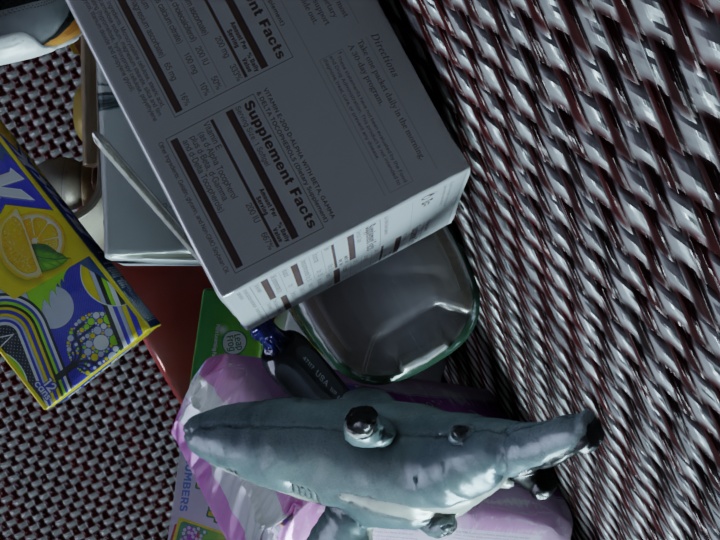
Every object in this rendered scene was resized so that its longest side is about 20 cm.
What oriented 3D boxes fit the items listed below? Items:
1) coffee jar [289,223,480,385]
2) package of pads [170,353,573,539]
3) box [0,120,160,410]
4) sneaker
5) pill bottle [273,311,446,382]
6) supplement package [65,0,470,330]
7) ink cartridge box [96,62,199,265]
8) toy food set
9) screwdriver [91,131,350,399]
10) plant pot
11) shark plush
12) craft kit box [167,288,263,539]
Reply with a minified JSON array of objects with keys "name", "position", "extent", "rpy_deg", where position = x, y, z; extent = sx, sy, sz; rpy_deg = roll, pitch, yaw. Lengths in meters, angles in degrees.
[{"name":"coffee jar","position":[0.000,0.000,0.910],"extent":[0.104,0.085,0.200],"rpy_deg":[62,176,-2]},{"name":"package of pads","position":[0.008,0.113,0.928],"extent":[0.200,0.076,0.121],"rpy_deg":[11,-147,-37]},{"name":"box","position":[-0.190,-0.029,0.876],"extent":[0.200,0.070,0.064],"rpy_deg":[52,177,-1]},{"name":"sneaker","position":[-0.183,-0.165,0.848],"extent":[0.200,0.078,0.077],"rpy_deg":[-111,11,-50]},{"name":"pill bottle","position":[-0.001,0.056,1.110],"extent":[0.111,0.111,0.200],"rpy_deg":[62,176,10]},{"name":"supplement package","position":[-0.050,-0.092,0.736],"extent":[0.200,0.111,0.156],"rpy_deg":[63,177,6]},{"name":"ink cartridge box","position":[-0.092,-0.101,0.893],"extent":[0.147,0.083,0.200],"rpy_deg":[160,108,-85]},{"name":"toy food set","position":[-0.170,-0.111,1.005],"extent":[0.144,0.060,0.200],"rpy_deg":[110,158,-84]},{"name":"screwdriver","position":[-0.066,0.011,0.822],"extent":[0.200,0.029,0.028],"rpy_deg":[46,179,-26]},{"name":"plant pot","position":[-0.093,-0.025,1.265],"extent":[0.201,0.177,0.200],"rpy_deg":[62,177,6]},{"name":"shark plush","position":[0.014,0.086,0.752],"extent":[0.200,0.091,0.083],"rpy_deg":[6,156,47]},{"name":"craft kit box","position":[-0.085,0.139,1.115],"extent":[0.198,0.048,0.200],"rpy_deg":[95,-179,-68]}]
